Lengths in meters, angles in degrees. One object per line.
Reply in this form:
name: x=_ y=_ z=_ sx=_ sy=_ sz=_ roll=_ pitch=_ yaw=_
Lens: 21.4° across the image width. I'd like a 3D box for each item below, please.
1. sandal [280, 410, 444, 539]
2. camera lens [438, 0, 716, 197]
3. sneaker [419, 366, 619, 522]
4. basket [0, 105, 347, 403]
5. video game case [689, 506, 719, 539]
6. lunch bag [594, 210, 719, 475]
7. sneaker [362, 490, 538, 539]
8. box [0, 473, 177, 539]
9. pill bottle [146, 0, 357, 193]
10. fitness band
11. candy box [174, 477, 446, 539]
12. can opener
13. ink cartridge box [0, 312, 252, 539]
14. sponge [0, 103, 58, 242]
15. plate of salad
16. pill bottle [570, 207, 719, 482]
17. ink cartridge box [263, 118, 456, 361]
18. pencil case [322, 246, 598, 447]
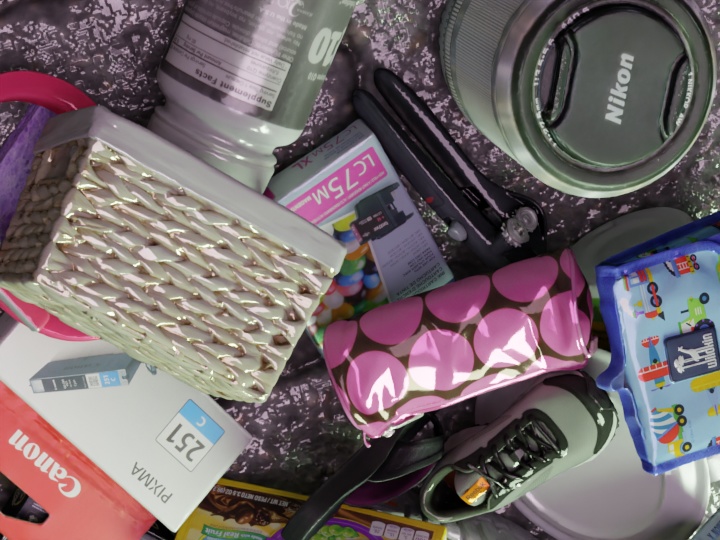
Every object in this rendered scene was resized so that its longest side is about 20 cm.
sandal: x=0.018 y=0.154 z=1.444 sx=0.048 sy=0.075 sz=0.200 roll=43 pitch=53 yaw=9
camera lens: x=0.149 y=-0.149 z=1.352 sx=0.158 sy=0.200 sz=0.162 roll=-4 pitch=108 yaw=-13
sneaker: x=0.118 y=0.140 z=1.436 sx=0.074 sy=0.079 sz=0.200 roll=50 pitch=134 yaw=-1
basket: x=-0.134 y=-0.007 z=1.269 sx=0.199 sy=0.135 sz=0.124 roll=30 pitch=78 yaw=-22
video game case: x=0.225 y=0.269 z=1.502 sx=0.022 sy=0.182 sz=0.201 roll=41 pitch=108 yaw=13
lunch bag: x=0.246 y=0.047 z=1.372 sx=0.199 sy=0.094 sz=0.152 roll=-19 pitch=101 yaw=-29
sneaker: x=0.055 y=0.243 z=1.523 sx=0.198 sy=0.078 sz=0.113 roll=19 pitch=106 yaw=-8
box: x=-0.204 y=0.259 z=1.469 sx=0.199 sy=0.049 sz=0.162 roll=30 pitch=95 yaw=-21
pill bottle: x=-0.075 y=-0.158 z=1.339 sx=0.113 sy=0.114 sz=0.202 roll=20 pitch=101 yaw=-19
fitness band: x=-0.214 y=-0.043 z=1.324 sx=0.144 sy=0.037 sz=0.200 roll=-45 pitch=106 yaw=-22
candy box: x=-0.042 y=0.217 z=1.432 sx=0.198 sy=0.103 sz=0.027 roll=11 pitch=140 yaw=9
can opener: x=0.066 y=-0.065 z=1.422 sx=0.200 sy=0.078 sz=0.064 roll=46 pitch=53 yaw=-13
ink cartridge box: x=-0.205 y=0.123 z=1.386 sx=0.200 sy=0.045 sz=0.177 roll=45 pitch=80 yaw=-23
sponge: x=-0.177 y=-0.036 z=1.397 sx=0.199 sy=0.030 sz=0.112 roll=32 pitch=98 yaw=-22
plate of salad: x=0.181 y=0.136 z=1.477 sx=0.048 sy=0.199 sz=0.202 roll=-43 pitch=120 yaw=-46
pill bottle: x=0.241 y=0.063 z=1.487 sx=0.110 sy=0.111 sz=0.201 roll=-28 pitch=111 yaw=-4
ink cartridge box: x=0.000 y=0.000 z=1.431 sx=0.119 sy=0.042 sz=0.201 roll=-34 pitch=123 yaw=-5
pencil case: x=0.076 y=0.055 z=1.389 sx=0.198 sy=0.091 sz=0.095 roll=-19 pitch=82 yaw=8
